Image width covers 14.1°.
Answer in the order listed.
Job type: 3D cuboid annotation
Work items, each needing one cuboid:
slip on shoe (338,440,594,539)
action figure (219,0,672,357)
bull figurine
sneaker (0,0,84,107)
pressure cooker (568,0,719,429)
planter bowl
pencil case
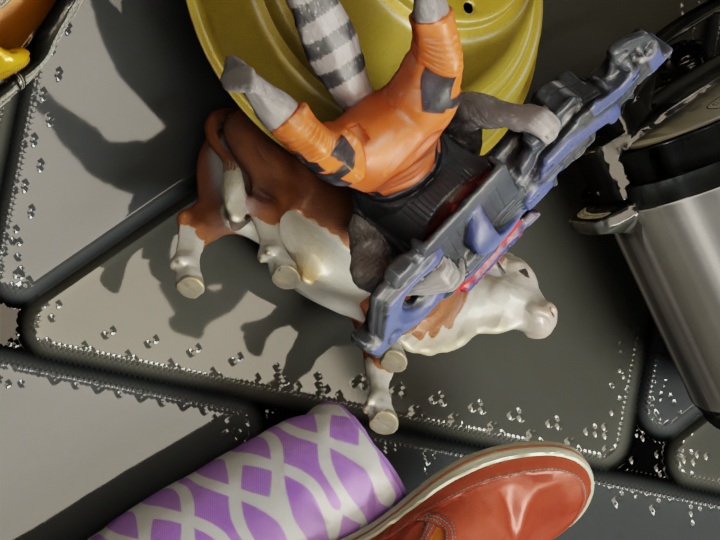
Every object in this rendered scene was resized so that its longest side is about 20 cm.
[{"bbox_3d":[0.030,0.143,1.348,0.200,0.061,0.074,-26,132,-24],"label":"slip on shoe"},{"bbox_3d":[0.037,-0.073,1.315,0.200,0.105,0.194,-41,139,-14],"label":"action figure"},{"bbox_3d":[0.000,0.000,1.392,0.200,0.065,0.122,32,39,-12],"label":"bull figurine"},{"bbox_3d":[-0.191,-0.094,1.306,0.078,0.082,0.200,37,90,-20],"label":"sneaker"},{"bbox_3d":[0.205,-0.039,1.432,0.201,0.178,0.176,65,32,-10],"label":"pressure cooker"},{"bbox_3d":[0.021,-0.147,1.372,0.200,0.083,0.201,9,72,-28],"label":"planter bowl"},{"bbox_3d":[-0.070,0.139,1.372,0.200,0.086,0.084,-28,65,-20],"label":"pencil case"}]
